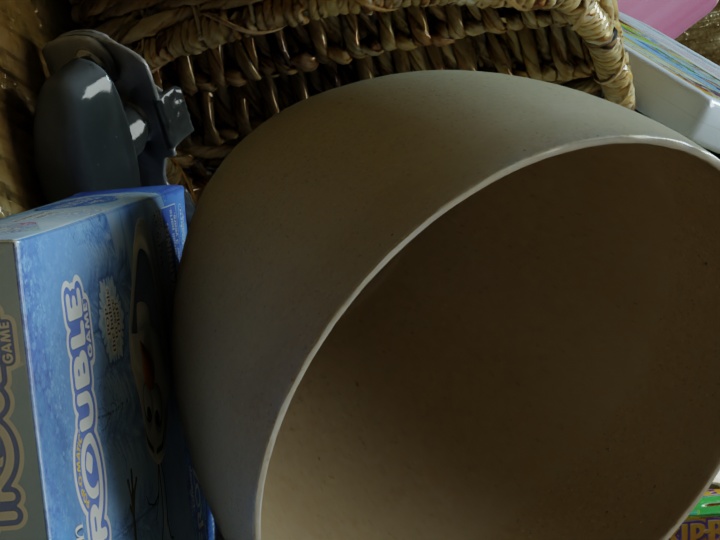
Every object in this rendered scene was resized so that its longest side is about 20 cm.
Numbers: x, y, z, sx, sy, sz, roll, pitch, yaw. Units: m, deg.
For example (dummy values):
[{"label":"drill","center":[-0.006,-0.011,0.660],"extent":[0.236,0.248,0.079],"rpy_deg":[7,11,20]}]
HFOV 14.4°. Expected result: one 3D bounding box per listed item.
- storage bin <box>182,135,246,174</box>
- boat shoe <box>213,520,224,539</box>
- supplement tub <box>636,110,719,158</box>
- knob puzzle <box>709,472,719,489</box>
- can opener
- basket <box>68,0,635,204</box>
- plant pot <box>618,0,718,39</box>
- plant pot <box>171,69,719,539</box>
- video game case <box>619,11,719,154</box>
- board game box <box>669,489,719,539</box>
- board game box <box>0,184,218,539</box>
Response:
[{"label":"storage bin","center":[-0.016,-0.037,1.263],"extent":[0.135,0.094,0.200],"rpy_deg":[-86,162,-52]},{"label":"boat shoe","center":[0.008,0.113,1.004],"extent":[0.062,0.200,0.072],"rpy_deg":[-41,166,-48]},{"label":"supplement tub","center":[0.116,-0.019,1.292],"extent":[0.200,0.122,0.123],"rpy_deg":[4,76,-63]},{"label":"knob puzzle","center":[0.057,0.080,1.140],"extent":[0.220,0.220,0.030],"rpy_deg":[31,67,-76]},{"label":"can opener","center":[-0.079,0.001,1.043],"extent":[0.066,0.053,0.200],"rpy_deg":[-44,131,-34]},{"label":"basket","center":[-0.004,-0.094,1.074],"extent":[0.143,0.200,0.149],"rpy_deg":[-61,141,-75]},{"label":"plant pot","center":[0.071,-0.150,1.420],"extent":[0.200,0.179,0.200],"rpy_deg":[61,-9,16]},{"label":"plant pot","center":[0.017,0.013,0.928],"extent":[0.134,0.200,0.200],"rpy_deg":[43,-19,43]},{"label":"video game case","center":[0.131,-0.084,1.239],"extent":[0.182,0.023,0.200],"rpy_deg":[17,15,-47]},{"label":"board game box","center":[0.172,0.098,1.256],"extent":[0.200,0.096,0.030],"rpy_deg":[-12,96,-80]},{"label":"board game box","center":[-0.085,0.080,0.887],"extent":[0.199,0.043,0.200],"rpy_deg":[-32,117,-77]}]
